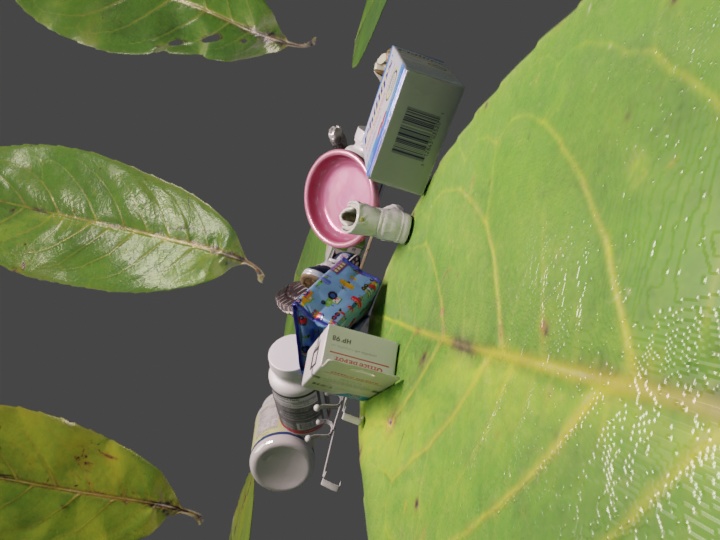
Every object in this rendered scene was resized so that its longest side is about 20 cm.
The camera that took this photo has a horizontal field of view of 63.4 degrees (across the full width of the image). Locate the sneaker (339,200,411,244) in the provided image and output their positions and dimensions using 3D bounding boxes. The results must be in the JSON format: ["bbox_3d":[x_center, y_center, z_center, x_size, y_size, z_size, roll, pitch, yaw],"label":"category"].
[{"bbox_3d":[0.018,-0.095,1.055,0.200,0.114,0.075,-144,67,-81],"label":"sneaker"}]

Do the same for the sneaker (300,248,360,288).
[{"bbox_3d":[-0.056,-0.002,1.162,0.200,0.069,0.110,52,-122,-69],"label":"sneaker"}]

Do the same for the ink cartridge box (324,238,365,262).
[{"bbox_3d":[-0.052,-0.042,1.443,0.149,0.075,0.201,-88,18,-49],"label":"ink cartridge box"}]

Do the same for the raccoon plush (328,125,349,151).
[{"bbox_3d":[-0.041,-0.253,1.414,0.133,0.096,0.202,6,120,54],"label":"raccoon plush"}]

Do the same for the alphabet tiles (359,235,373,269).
[{"bbox_3d":[0.000,0.000,1.214,0.167,0.007,0.202,-69,-1,-68],"label":"alphabet tiles"}]

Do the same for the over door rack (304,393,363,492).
[{"bbox_3d":[-0.053,0.271,1.062,0.200,0.066,0.150,-107,32,-70],"label":"over door rack"}]

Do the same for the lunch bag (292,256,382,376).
[{"bbox_3d":[-0.052,0.105,1.078,0.150,0.093,0.202,-43,-24,-39],"label":"lunch bag"}]

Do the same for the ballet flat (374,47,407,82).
[{"bbox_3d":[0.070,-0.515,1.466,0.200,0.064,0.072,176,109,-79],"label":"ballet flat"}]

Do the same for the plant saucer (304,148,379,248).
[{"bbox_3d":[-0.033,-0.149,1.214,0.199,0.050,0.204,8,102,40],"label":"plant saucer"}]

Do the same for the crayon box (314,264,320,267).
[{"bbox_3d":[-0.082,0.102,1.325,0.172,0.057,0.203,142,124,-70],"label":"crayon box"}]

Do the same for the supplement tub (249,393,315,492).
[{"bbox_3d":[-0.175,0.384,1.335,0.200,0.143,0.147,-101,28,-67],"label":"supplement tub"}]

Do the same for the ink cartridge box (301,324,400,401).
[{"bbox_3d":[-0.014,0.143,0.904,0.200,0.114,0.068,128,156,-63],"label":"ink cartridge box"}]

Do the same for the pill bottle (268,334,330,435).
[{"bbox_3d":[-0.126,0.234,1.195,0.117,0.114,0.202,-88,-5,-50],"label":"pill bottle"}]

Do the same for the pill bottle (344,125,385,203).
[{"bbox_3d":[0.003,-0.207,1.282,0.112,0.110,0.202,-99,26,-65],"label":"pill bottle"}]

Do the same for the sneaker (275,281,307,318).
[{"bbox_3d":[-0.113,0.104,1.216,0.200,0.075,0.117,39,155,61],"label":"sneaker"}]

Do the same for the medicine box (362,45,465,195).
[{"bbox_3d":[0.079,-0.257,0.981,0.201,0.101,0.184,-97,24,-60],"label":"medicine box"}]
